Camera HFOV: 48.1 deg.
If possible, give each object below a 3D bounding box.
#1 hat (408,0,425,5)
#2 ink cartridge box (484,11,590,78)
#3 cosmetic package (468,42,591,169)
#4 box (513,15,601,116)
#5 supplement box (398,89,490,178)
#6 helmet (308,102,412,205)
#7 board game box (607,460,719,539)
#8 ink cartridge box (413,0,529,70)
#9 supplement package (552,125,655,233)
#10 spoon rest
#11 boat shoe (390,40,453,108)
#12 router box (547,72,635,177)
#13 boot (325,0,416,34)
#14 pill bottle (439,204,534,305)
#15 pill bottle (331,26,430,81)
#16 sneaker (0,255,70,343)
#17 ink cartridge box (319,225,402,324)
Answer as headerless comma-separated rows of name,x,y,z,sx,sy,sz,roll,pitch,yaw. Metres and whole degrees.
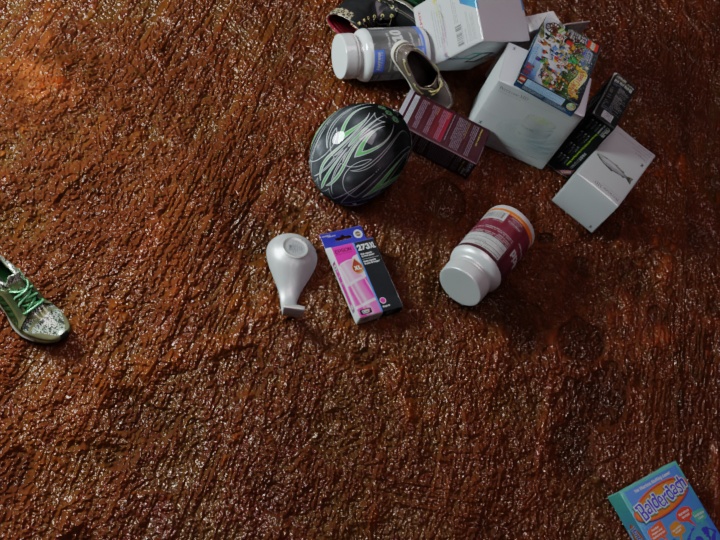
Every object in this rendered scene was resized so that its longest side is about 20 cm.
hat,0.123,-0.716,1.852,0.199,0.177,0.166,17,20,-31
ink cartridge box,0.404,-0.512,1.857,0.175,0.200,0.045,-18,71,-26
cosmetic package,0.361,-0.354,1.759,0.198,0.200,0.124,22,58,-4
box,0.411,-0.427,1.673,0.136,0.038,0.201,27,58,-1
supplement box,0.170,-0.296,1.749,0.199,0.061,0.109,27,59,-1
helmet,-0.006,-0.230,1.595,0.200,0.200,0.190,44,42,9
board game box,0.567,0.471,1.469,0.151,0.045,0.201,-19,69,-25
ink cartridge box,0.240,-0.541,1.773,0.145,0.200,0.148,-11,91,-34
supplement package,0.538,-0.203,1.782,0.117,0.117,0.200,40,59,5
spoon rest,-0.129,0.009,1.502,0.099,0.061,0.201,10,47,-14
boat shoe,0.143,-0.415,1.750,0.072,0.200,0.060,-44,37,3
router box,0.509,-0.319,1.785,0.062,0.200,0.150,34,59,-1
boot,0.032,-0.573,1.847,0.199,0.073,0.151,35,57,7
pill bottle,0.250,-0.029,1.599,0.114,0.114,0.200,40,59,7
pill bottle,0.044,-0.476,1.775,0.199,0.114,0.114,-10,66,-21
sneaker,-0.560,0.041,1.321,0.200,0.089,0.077,39,58,5
ink cartridge box,0.000,0.000,1.553,0.094,0.037,0.201,-14,66,-24
